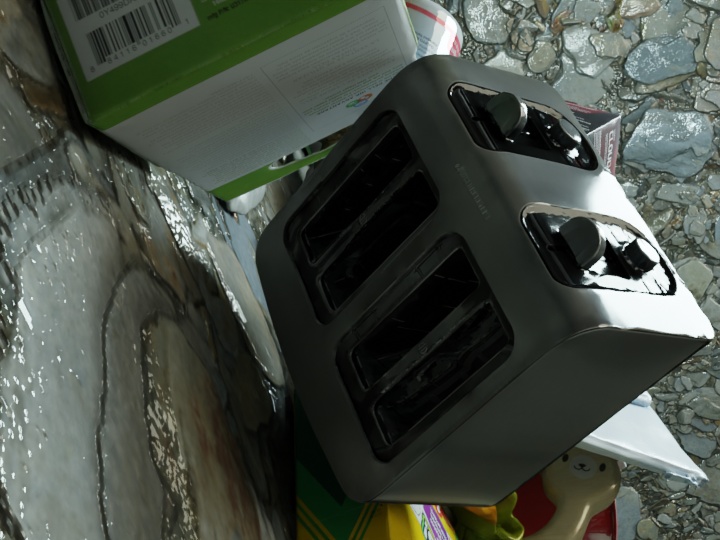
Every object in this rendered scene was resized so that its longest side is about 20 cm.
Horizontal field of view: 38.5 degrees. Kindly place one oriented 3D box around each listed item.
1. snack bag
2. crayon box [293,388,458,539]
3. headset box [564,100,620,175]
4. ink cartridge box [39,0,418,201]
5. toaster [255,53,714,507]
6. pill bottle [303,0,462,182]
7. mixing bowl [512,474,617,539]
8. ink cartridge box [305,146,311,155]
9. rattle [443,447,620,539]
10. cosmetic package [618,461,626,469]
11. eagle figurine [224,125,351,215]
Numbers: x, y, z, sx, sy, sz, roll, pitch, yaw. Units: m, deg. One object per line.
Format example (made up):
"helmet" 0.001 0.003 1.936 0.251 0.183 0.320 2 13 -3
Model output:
"snack bag" 0.160 0.083 0.811 0.187 0.022 0.200 21 22 -21
"crayon box" 0.024 0.185 0.608 0.173 0.058 0.201 -99 166 -58
"headset box" 0.120 -0.095 0.889 0.199 0.148 0.076 -30 130 -42
"ink cartridge box" -0.049 -0.111 0.529 0.200 0.147 0.076 36 30 -78
"toaster" 0.050 0.013 0.546 0.118 0.200 0.182 11 44 -43
"pill bottle" 0.016 -0.148 0.955 0.109 0.108 0.202 52 55 -65
"mixing bowl" 0.118 0.210 0.886 0.200 0.107 0.203 -176 -90 -68
"ink cartridge box" -0.037 -0.213 1.117 0.201 0.087 0.146 -98 166 -52
"rattle" 0.137 0.129 0.761 0.130 0.198 0.144 -123 -165 -60
"cosmetic package" 0.152 0.167 1.037 0.081 0.198 0.114 -73 141 -78
"eagle figurine" -0.066 -0.144 0.700 0.200 0.150 0.153 40 -55 34
